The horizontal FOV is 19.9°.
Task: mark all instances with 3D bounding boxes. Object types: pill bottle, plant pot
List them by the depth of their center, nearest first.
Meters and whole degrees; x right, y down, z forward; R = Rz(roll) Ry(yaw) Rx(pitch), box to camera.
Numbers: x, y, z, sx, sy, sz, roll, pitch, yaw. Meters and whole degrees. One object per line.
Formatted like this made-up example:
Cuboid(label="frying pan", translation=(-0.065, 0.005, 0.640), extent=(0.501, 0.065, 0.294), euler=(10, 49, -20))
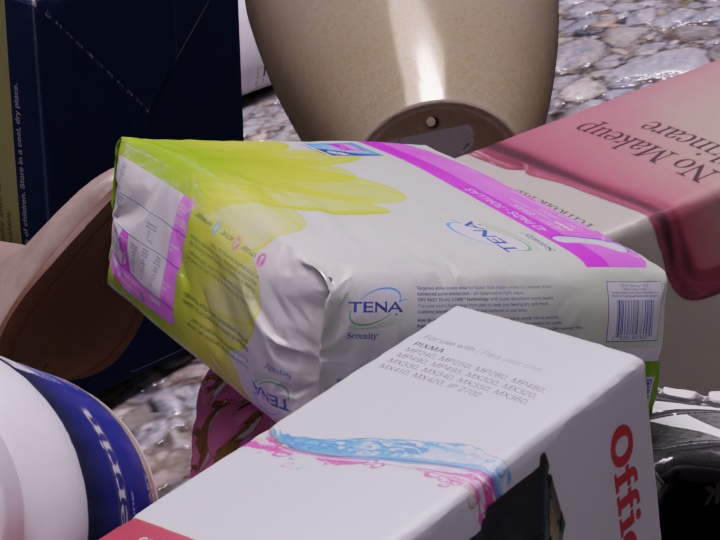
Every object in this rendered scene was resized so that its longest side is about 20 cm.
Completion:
Cuboid(label="pill bottle", translation=(-0.134, 0.081, 0.645), extent=(0.115, 0.117, 0.200), euler=(-9, -8, 3))
Cuboid(label="plant pot", translation=(0.031, -0.108, 1.128), extent=(0.186, 0.188, 0.201), euler=(-9, 37, 2))

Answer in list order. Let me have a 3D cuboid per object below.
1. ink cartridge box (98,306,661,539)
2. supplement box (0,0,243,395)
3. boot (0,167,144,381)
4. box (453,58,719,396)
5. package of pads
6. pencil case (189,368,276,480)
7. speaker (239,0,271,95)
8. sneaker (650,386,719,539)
Cuboid(label="ink cartridge box", translation=(0.006, 0.120, 0.621), extent=(0.082, 0.147, 0.199), euler=(13, 33, 41))
Cuboid(label="supplement box", translation=(-0.174, -0.068, 1.025), extent=(0.199, 0.202, 0.134), euler=(16, 27, 37))
Cuboid(label="boot", translation=(-0.173, 0.010, 0.916), extent=(0.070, 0.201, 0.146), euler=(16, 20, -47))
Cuboid(label="box", translation=(0.142, -0.011, 0.912), extent=(0.199, 0.110, 0.128), euler=(-21, 26, -25))
Cuboid(label="package of pads", translation=(0.000, 0.000, 0.783), extent=(0.153, 0.069, 0.200), euler=(-1, 17, -29))
Cuboid(label="pencil case", translation=(-0.030, 0.093, 0.771), extent=(0.082, 0.087, 0.200), euler=(-18, 22, 9))
Cuboid(label="speaker", translation=(-0.141, -0.133, 1.348), extent=(0.199, 0.082, 0.081), euler=(-24, 27, -28))
Cuboid(label="sneaker", translation=(0.095, 0.080, 0.780), extent=(0.199, 0.067, 0.090), euler=(4, 25, 25))
